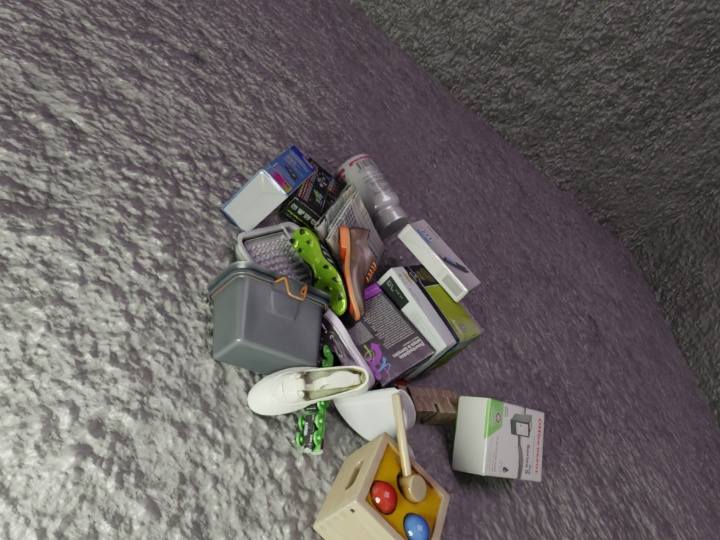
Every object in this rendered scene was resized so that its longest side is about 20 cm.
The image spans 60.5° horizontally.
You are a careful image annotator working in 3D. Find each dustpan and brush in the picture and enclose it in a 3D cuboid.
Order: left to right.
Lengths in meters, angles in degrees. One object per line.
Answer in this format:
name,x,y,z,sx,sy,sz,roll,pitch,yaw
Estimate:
dustpan and brush,0.050,0.277,1.086,0.201,0.139,0.057,66,31,-19

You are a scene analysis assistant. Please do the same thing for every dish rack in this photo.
dish rack,-0.147,-0.008,1.207,0.172,0.044,0.200,54,31,9

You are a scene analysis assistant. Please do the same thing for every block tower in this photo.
block tower,0.126,0.269,1.226,0.199,0.058,0.054,16,43,-44

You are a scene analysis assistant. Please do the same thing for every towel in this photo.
towel,-0.013,-0.067,1.343,0.201,0.034,0.193,62,39,-27

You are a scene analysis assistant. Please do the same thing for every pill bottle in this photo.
pill bottle,0.028,-0.185,1.567,0.113,0.113,0.201,-9,62,-55

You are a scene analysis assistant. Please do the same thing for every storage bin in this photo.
storage bin,-0.146,0.091,1.017,0.199,0.145,0.135,24,48,-35

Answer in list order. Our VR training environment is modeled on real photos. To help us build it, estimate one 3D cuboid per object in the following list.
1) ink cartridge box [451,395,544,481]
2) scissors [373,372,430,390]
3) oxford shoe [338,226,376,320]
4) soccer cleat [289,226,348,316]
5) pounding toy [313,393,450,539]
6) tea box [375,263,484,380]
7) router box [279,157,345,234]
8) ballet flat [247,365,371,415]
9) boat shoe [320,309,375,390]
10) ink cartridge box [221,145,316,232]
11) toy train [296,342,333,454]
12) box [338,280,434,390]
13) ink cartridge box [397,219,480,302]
ink cartridge box,0.286,0.346,1.262,0.199,0.084,0.147,20,71,-39
scissors,0.091,0.232,1.270,0.199,0.014,0.073,18,39,-43
oxford shoe,0.000,0.000,1.208,0.072,0.071,0.201,-3,66,-8
soccer cleat,-0.068,0.000,1.198,0.081,0.067,0.201,17,41,-61
pounding toy,0.048,0.340,0.958,0.184,0.142,0.200,45,31,-5
tea box,0.129,0.104,1.335,0.196,0.134,0.201,-6,56,-54
router box,-0.094,-0.153,1.422,0.150,0.062,0.201,38,32,-19
ballet flat,-0.077,0.179,0.969,0.199,0.070,0.070,-7,53,-16
boat shoe,-0.055,0.147,1.135,0.066,0.070,0.201,-30,83,-35
ink cartridge box,-0.178,-0.172,1.264,0.076,0.136,0.200,49,30,-8
toy train,-0.072,0.214,1.031,0.057,0.041,0.201,63,23,-46
box,0.028,0.124,1.203,0.142,0.036,0.200,-26,62,-33
ink cartridge box,0.195,-0.031,1.418,0.200,0.045,0.176,49,28,11
